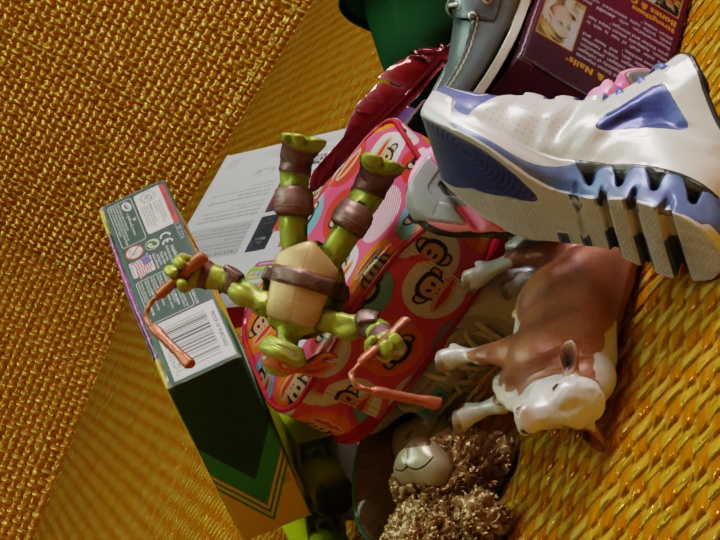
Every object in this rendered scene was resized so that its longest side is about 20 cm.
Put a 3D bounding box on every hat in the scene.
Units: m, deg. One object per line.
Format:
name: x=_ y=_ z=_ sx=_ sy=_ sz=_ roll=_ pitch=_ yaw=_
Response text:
hat: x=0.066 y=-0.135 z=1.533 sx=0.166 sy=0.200 sz=0.176 roll=52 pitch=-150 yaw=-70

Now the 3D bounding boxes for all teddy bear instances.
teddy bear: x=0.036 y=0.180 z=1.263 sx=0.200 sy=0.067 sz=0.145 roll=-67 pitch=14 yaw=-18

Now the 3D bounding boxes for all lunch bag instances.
lunch bag: x=0.000 y=0.000 z=1.363 sx=0.200 sy=0.082 sz=0.176 roll=-53 pitch=31 yaw=15

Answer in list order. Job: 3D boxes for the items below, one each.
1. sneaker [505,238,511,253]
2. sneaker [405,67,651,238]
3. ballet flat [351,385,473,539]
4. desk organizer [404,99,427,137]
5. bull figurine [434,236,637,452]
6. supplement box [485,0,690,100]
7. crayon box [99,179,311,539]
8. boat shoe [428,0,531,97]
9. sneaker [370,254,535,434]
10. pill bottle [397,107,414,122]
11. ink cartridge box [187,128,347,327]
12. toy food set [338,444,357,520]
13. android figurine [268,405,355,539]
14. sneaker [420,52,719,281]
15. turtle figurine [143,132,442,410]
sneaker: x=0.081 y=-0.037 z=1.535 sx=0.200 sy=0.084 sz=0.075 roll=-63 pitch=11 yaw=-2
sneaker: x=0.114 y=-0.059 z=1.274 sx=0.079 sy=0.200 sz=0.095 roll=67 pitch=158 yaw=13
ballet flat: x=0.046 y=0.110 z=1.439 sx=0.072 sy=0.068 sz=0.200 roll=-33 pitch=22 yaw=34
desk organizer: x=0.104 y=-0.122 z=1.488 sx=0.072 sy=0.077 sz=0.200 roll=-9 pitch=36 yaw=53
bull figurine: x=0.112 y=0.040 z=1.212 sx=0.121 sy=0.065 sz=0.200 roll=-11 pitch=34 yaw=33
supplement box: x=0.161 y=-0.173 z=1.420 sx=0.086 sy=0.110 sz=0.200 roll=-48 pitch=18 yaw=53
crayon box: x=-0.110 y=0.063 z=1.422 sx=0.058 sy=0.173 sz=0.200 roll=-24 pitch=44 yaw=-3
boat shoe: x=0.081 y=-0.187 z=1.366 sx=0.200 sy=0.062 sz=0.073 roll=-64 pitch=12 yaw=-11
sneaker: x=0.064 y=0.060 z=1.367 sx=0.200 sy=0.075 sz=0.087 roll=-32 pitch=35 yaw=40
pill bottle: x=0.063 y=-0.096 z=1.692 sx=0.200 sy=0.112 sz=0.112 roll=-58 pitch=12 yaw=25
ink cartridge box: x=-0.062 y=-0.015 z=1.617 sx=0.200 sy=0.084 sz=0.176 roll=-7 pitch=47 yaw=51
toy food set: x=-0.011 y=0.110 z=1.575 sx=0.200 sy=0.060 sz=0.144 roll=-174 pitch=73 yaw=-80
android figurine: x=-0.043 y=0.146 z=1.503 sx=0.200 sy=0.041 sz=0.182 roll=-126 pitch=27 yaw=-62
sneaker: x=0.145 y=-0.073 z=1.170 sx=0.115 sy=0.199 sz=0.081 roll=-54 pitch=-31 yaw=-26
turtle figurine: x=-0.024 y=0.003 z=1.257 sx=0.064 sy=0.200 sz=0.161 roll=30 pitch=-103 yaw=-73
